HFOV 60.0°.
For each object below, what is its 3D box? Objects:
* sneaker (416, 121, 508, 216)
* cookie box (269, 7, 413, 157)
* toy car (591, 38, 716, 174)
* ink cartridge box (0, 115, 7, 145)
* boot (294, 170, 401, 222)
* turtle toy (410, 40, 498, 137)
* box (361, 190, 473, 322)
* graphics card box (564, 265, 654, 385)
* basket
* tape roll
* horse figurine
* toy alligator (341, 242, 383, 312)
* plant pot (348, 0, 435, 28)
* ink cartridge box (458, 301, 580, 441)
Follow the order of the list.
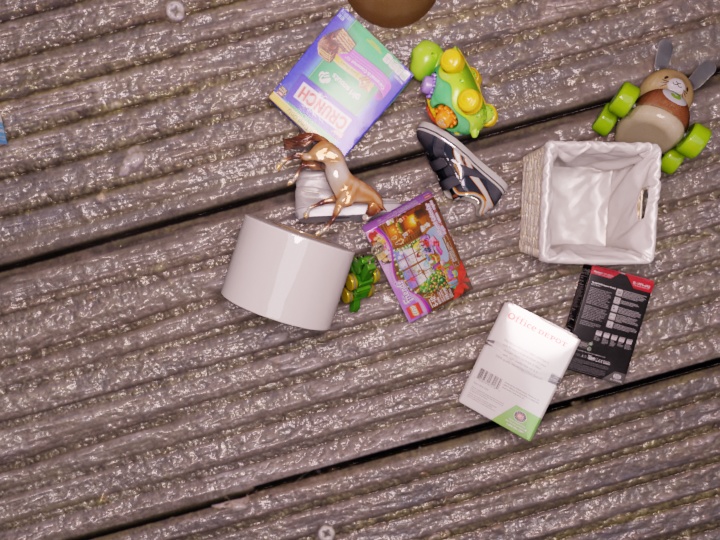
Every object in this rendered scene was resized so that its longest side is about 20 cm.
[{"bbox_3d":[0.168,-0.178,1.117,0.199,0.078,0.080,38,88,-6],"label":"sneaker"},{"bbox_3d":[-0.035,-0.320,1.100,0.171,0.075,0.201,41,94,-6],"label":"cookie box"},{"bbox_3d":[0.536,-0.305,1.089,0.163,0.158,0.202,32,82,6],"label":"toy car"},{"bbox_3d":[-0.709,-0.313,1.087,0.113,0.068,0.204,-10,96,-1],"label":"ink cartridge box"},{"bbox_3d":[-0.021,-0.141,1.121,0.196,0.074,0.097,-2,82,-12],"label":"boot"},{"bbox_3d":[0.155,-0.316,1.085,0.100,0.145,0.203,-27,77,24],"label":"turtle toy"},{"bbox_3d":[0.105,-0.022,1.119,0.135,0.039,0.202,-27,114,1],"label":"box"},{"bbox_3d":[0.454,0.099,1.163,0.123,0.051,0.203,14,94,-2],"label":"graphics card box"},{"bbox_3d":[0.391,-0.116,1.088,0.196,0.161,0.202,1,95,-1],"label":"basket"},{"bbox_3d":[-0.123,0.001,1.064,0.200,0.203,0.141,19,95,-3],"label":"tape roll"},{"bbox_3d":[-0.057,-0.156,1.059,0.131,0.050,0.202,-31,91,0],"label":"horse figurine"},{"bbox_3d":[0.000,0.000,1.104,0.059,0.201,0.055,-16,58,-26],"label":"toy alligator"},{"bbox_3d":[0.060,-0.525,1.023,0.183,0.200,0.190,0,95,-2],"label":"plant pot"},{"bbox_3d":[0.287,0.177,1.129,0.144,0.084,0.202,27,95,17],"label":"ink cartridge box"}]
